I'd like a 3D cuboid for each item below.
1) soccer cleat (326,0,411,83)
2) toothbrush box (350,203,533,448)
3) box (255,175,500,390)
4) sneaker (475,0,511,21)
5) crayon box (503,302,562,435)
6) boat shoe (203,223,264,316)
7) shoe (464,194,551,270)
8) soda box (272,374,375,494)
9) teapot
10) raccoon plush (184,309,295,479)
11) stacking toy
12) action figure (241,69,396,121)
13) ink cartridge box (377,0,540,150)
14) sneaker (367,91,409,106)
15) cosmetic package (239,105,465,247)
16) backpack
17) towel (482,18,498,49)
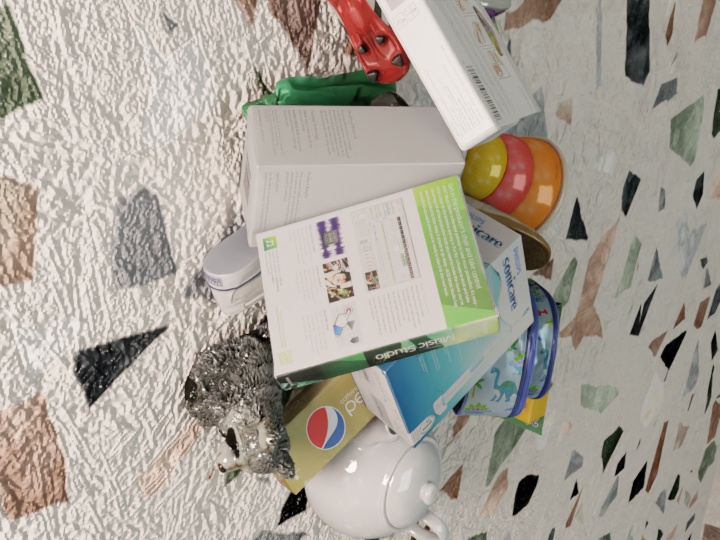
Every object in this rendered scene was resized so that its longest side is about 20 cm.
[{"bbox_3d":[-0.003,-0.285,0.857,0.202,0.067,0.086,60,24,-21],"label":"soccer cleat"},{"bbox_3d":[0.081,0.056,0.880,0.200,0.085,0.148,-43,141,-16],"label":"toothbrush box"},{"bbox_3d":[0.011,0.009,0.754,0.036,0.196,0.147,62,14,-60],"label":"box"},{"bbox_3d":[0.099,-0.334,0.945,0.197,0.074,0.102,3,93,-40],"label":"sneaker"},{"bbox_3d":[0.215,0.132,1.247,0.051,0.124,0.205,-13,114,-47],"label":"crayon box"},{"bbox_3d":[-0.075,-0.028,0.877,0.198,0.073,0.066,-34,134,-26],"label":"boat shoe"},{"bbox_3d":[0.148,-0.062,1.061,0.070,0.196,0.054,119,-9,-47],"label":"shoe"},{"bbox_3d":[-0.028,0.150,0.952,0.199,0.068,0.064,-41,101,-17],"label":"soda box"},{"bbox_3d":[0.036,0.250,1.055,0.198,0.144,0.202,3,102,-52],"label":"teapot"},{"bbox_3d":[-0.088,0.107,0.851,0.097,0.132,0.203,43,71,-48],"label":"raccoon plush"},{"bbox_3d":[0.156,-0.131,1.087,0.198,0.145,0.149,22,87,-39],"label":"stacking toy"},{"bbox_3d":[-0.045,-0.158,0.867,0.198,0.054,0.121,-10,114,-53],"label":"action figure"},{"bbox_3d":[0.093,-0.224,0.843,0.203,0.044,0.176,61,28,0],"label":"ink cartridge box"},{"bbox_3d":[0.046,-0.125,0.937,0.201,0.076,0.087,65,35,-56],"label":"sneaker"},{"bbox_3d":[-0.010,-0.089,0.810,0.195,0.082,0.114,-2,142,-16],"label":"cosmetic package"},{"bbox_3d":[0.170,0.087,1.087,0.200,0.143,0.188,-101,-163,-75],"label":"backpack"},{"bbox_3d":[0.133,-0.279,1.068,0.144,0.022,0.202,-50,137,-25],"label":"towel"}]
